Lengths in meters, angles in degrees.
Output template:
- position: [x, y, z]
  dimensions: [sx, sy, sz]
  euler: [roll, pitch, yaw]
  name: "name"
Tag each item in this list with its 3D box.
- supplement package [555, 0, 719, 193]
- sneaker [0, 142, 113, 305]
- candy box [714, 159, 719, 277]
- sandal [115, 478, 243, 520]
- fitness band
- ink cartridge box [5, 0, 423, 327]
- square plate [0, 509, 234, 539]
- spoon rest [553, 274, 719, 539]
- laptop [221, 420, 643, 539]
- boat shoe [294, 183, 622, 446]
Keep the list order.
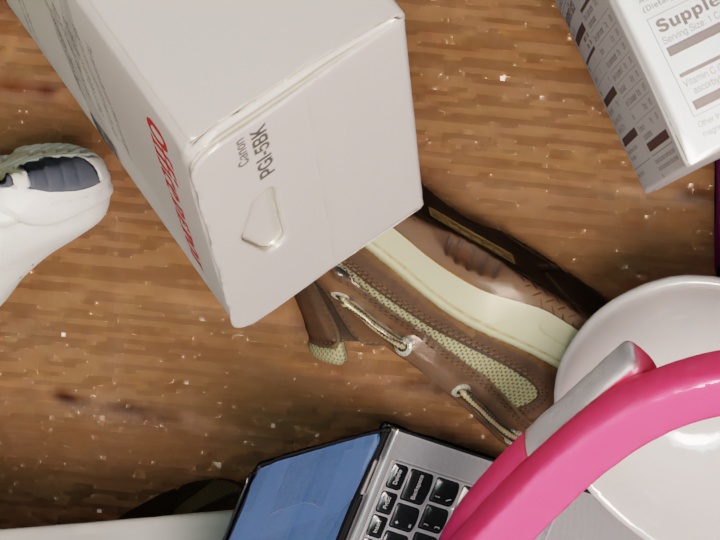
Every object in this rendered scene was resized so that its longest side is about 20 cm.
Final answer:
- position: [0.163, -0.120, 0.873]
  dimensions: [0.199, 0.156, 0.111]
  euler: [-25, 88, 0]
  name: "supplement package"
- position: [-0.162, 0.043, 1.004]
  dimensions: [0.198, 0.080, 0.130]
  euler: [-26, 101, 5]
  name: "sneaker"
- position: [0.232, -0.059, 0.989]
  dimensions: [0.199, 0.061, 0.137]
  euler: [-1, 100, 0]
  name: "candy box"
- position: [-0.119, 0.149, 1.033]
  dimensions: [0.200, 0.082, 0.055]
  euler: [-32, 111, -1]
  name: "sandal"
- position: [0.110, 0.104, 0.933]
  dimensions: [0.143, 0.037, 0.200]
  euler: [36, 118, -15]
  name: "fitness band"
- position: [-0.067, -0.101, 0.898]
  dimensions: [0.083, 0.147, 0.200]
  euler: [-32, 69, -10]
  name: "ink cartridge box"
- position: [-0.124, 0.180, 0.982]
  dimensions: [0.197, 0.028, 0.201]
  euler: [-2, 121, -33]
  name: "square plate"
- position: [0.150, 0.087, 0.981]
  dimensions: [0.099, 0.061, 0.200]
  euler: [-35, 106, 16]
  name: "spoon rest"
- position: [0.010, 0.165, 0.988]
  dimensions: [0.199, 0.116, 0.188]
  euler: [19, 101, -16]
  name: "laptop"
- position: [0.000, 0.002, 0.999]
  dimensions: [0.202, 0.075, 0.075]
  euler: [33, 105, -6]
  name: "boat shoe"
